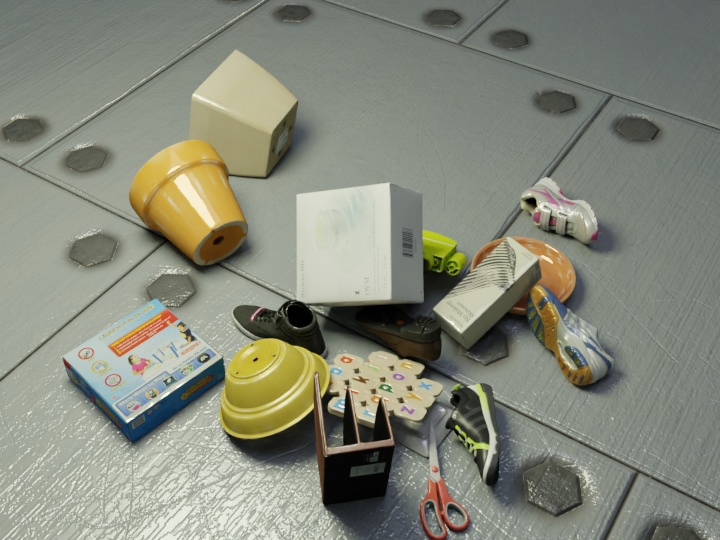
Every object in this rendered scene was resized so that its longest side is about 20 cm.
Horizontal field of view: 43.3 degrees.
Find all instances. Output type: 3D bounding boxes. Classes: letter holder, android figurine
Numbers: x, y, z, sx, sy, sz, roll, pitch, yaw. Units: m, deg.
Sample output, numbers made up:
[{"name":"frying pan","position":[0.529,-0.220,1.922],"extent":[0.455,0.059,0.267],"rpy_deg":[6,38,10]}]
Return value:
[{"name":"letter holder","position":[-0.016,0.242,1.354],"extent":[0.100,0.201,0.143],"rpy_deg":[-7,57,-7]},{"name":"android figurine","position":[0.113,-0.038,1.731],"extent":[0.181,0.041,0.200],"rpy_deg":[15,17,13]}]

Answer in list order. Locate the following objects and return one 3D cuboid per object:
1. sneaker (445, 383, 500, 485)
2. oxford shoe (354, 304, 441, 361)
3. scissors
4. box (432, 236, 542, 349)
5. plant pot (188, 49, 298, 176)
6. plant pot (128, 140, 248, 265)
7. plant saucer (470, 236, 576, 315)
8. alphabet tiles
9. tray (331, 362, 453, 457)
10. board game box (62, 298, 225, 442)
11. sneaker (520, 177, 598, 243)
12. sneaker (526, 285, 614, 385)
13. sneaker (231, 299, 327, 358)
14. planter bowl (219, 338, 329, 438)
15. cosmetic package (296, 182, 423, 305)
[{"name":"sneaker","position":[0.178,0.263,1.454],"extent":[0.082,0.072,0.201],"rpy_deg":[-3,37,3]},{"name":"oxford shoe","position":[0.063,0.115,1.599],"extent":[0.072,0.085,0.199],"rpy_deg":[-28,30,-31]},{"name":"scissors","position":[0.110,0.322,1.410],"extent":[0.073,0.014,0.201],"rpy_deg":[-11,53,-10]},{"name":"box","position":[0.230,0.040,1.634],"extent":[0.200,0.069,0.082],"rpy_deg":[-44,57,-12]},{"name":"plant pot","position":[-0.246,-0.321,1.971],"extent":[0.176,0.201,0.200],"rpy_deg":[23,47,8]},{"name":"plant pot","position":[-0.318,-0.118,1.766],"extent":[0.199,0.201,0.184],"rpy_deg":[-28,66,-27]},{"name":"plant saucer","position":[0.308,0.015,1.729],"extent":[0.198,0.038,0.201],"rpy_deg":[0,45,0]},{"name":"alphabet tiles","position":[0.029,0.194,1.497],"extent":[0.194,0.015,0.200],"rpy_deg":[16,29,19]},{"name":"tray","position":[0.059,0.225,1.520],"extent":[0.199,0.022,0.107],"rpy_deg":[27,49,25]},{"name":"board game box","position":[-0.369,0.165,1.554],"extent":[0.200,0.056,0.195],"rpy_deg":[-34,53,-30]},{"name":"sneaker","position":[0.397,-0.109,1.834],"extent":[0.088,0.082,0.200],"rpy_deg":[-23,41,-21]},{"name":"sneaker","position":[0.369,0.110,1.605],"extent":[0.088,0.075,0.201],"rpy_deg":[-12,61,-30]},{"name":"sneaker","position":[-0.148,0.082,1.611],"extent":[0.199,0.100,0.071],"rpy_deg":[22,50,23]},{"name":"planter bowl","position":[-0.156,0.171,1.477],"extent":[0.199,0.084,0.201],"rpy_deg":[-18,31,11]},{"name":"cosmetic package","position":[-0.003,-0.040,1.608],"extent":[0.199,0.201,0.123],"rpy_deg":[-4,-7,33]}]
